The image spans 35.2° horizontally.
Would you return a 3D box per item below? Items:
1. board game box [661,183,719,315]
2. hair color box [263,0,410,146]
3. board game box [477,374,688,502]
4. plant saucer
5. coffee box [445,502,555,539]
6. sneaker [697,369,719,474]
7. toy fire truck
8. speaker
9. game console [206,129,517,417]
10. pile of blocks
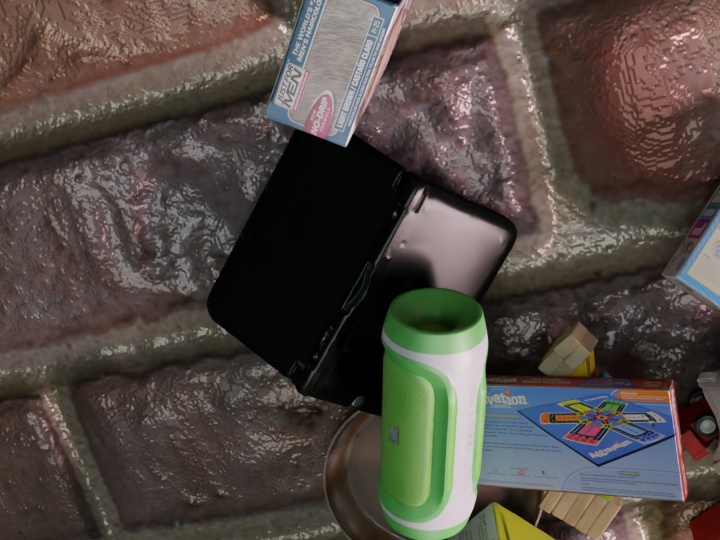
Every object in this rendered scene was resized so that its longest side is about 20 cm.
[{"bbox_3d":[0.351,0.003,0.871,0.200,0.034,0.135,34,90,-6],"label":"board game box"},{"bbox_3d":[-0.005,-0.168,0.793,0.060,0.200,0.100,21,116,0],"label":"hair color box"},{"bbox_3d":[0.162,0.135,0.933,0.199,0.019,0.103,-1,116,29],"label":"board game box"},{"bbox_3d":[0.066,0.189,1.031,0.199,0.032,0.201,4,115,8],"label":"plant saucer"},{"bbox_3d":[0.133,0.367,0.984,0.199,0.200,0.198,34,116,-22],"label":"coffee box"},{"bbox_3d":[0.322,0.153,0.909,0.082,0.075,0.201,2,121,38],"label":"sneaker"},{"bbox_3d":[0.341,0.151,0.958,0.200,0.049,0.141,-38,103,21],"label":"toy fire truck"},{"bbox_3d":[0.057,0.118,0.917,0.088,0.089,0.201,5,119,7],"label":"speaker"},{"bbox_3d":[0.000,0.000,0.950,0.175,0.116,0.201,20,107,-33],"label":"game console"},{"bbox_3d":[0.198,0.128,0.961,0.082,0.062,0.201,8,120,25],"label":"pile of blocks"}]
